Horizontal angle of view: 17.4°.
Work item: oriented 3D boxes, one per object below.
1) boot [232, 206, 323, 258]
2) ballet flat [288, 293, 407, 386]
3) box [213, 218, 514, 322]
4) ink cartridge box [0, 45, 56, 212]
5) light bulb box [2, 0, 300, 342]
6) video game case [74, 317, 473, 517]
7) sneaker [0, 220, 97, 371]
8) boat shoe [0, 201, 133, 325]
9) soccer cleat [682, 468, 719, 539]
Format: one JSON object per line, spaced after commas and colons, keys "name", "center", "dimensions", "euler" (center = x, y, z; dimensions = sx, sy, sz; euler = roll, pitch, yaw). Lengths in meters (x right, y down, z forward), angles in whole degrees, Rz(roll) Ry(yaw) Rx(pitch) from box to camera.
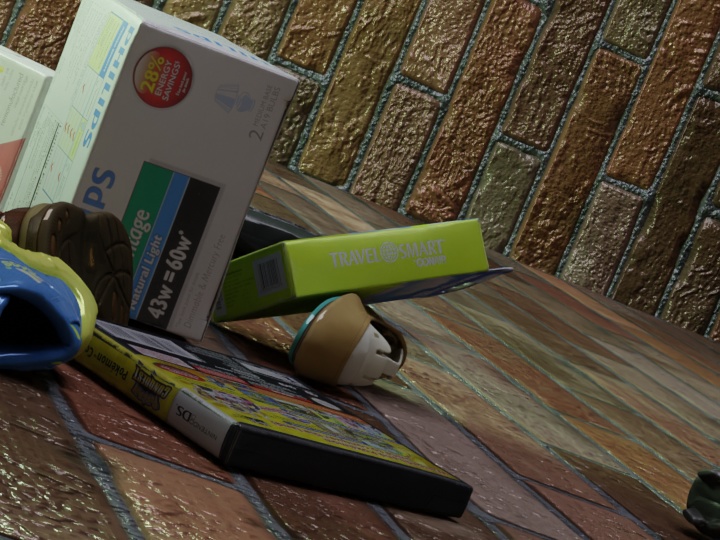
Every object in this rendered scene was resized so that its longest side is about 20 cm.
{"name": "boot", "center": [-0.118, -0.051, 2.229], "dimensions": [0.199, 0.066, 0.165], "euler": [19, 15, -13]}
{"name": "ballet flat", "center": [-0.001, 0.054, 1.710], "dimensions": [0.063, 0.069, 0.200], "euler": [30, 7, 8]}
{"name": "box", "center": [0.000, 0.000, 1.763], "dimensions": [0.199, 0.048, 0.122], "euler": [-7, -6, -34]}
{"name": "ink cartridge box", "center": [-0.318, -0.128, 1.887], "dimensions": [0.199, 0.117, 0.067], "euler": [26, 6, 34]}
{"name": "light bulb box", "center": [-0.154, -0.079, 1.659], "dimensions": [0.124, 0.199, 0.200], "euler": [19, 7, -21]}
{"name": "video game case", "center": [-0.058, 0.085, 1.383], "dimensions": [0.199, 0.026, 0.180], "euler": [19, 6, -45]}
{"name": "sneaker", "center": [-0.229, -0.004, 1.261], "dimensions": [0.199, 0.076, 0.105], "euler": [23, 6, -16]}
{"name": "boat shoe", "center": [-0.188, -0.003, 1.437], "dimensions": [0.067, 0.073, 0.200], "euler": [1, -9, 12]}
{"name": "soccer cleat", "center": [0.318, 0.192, 1.685], "dimensions": [0.086, 0.070, 0.200], "euler": [19, 7, -36]}
